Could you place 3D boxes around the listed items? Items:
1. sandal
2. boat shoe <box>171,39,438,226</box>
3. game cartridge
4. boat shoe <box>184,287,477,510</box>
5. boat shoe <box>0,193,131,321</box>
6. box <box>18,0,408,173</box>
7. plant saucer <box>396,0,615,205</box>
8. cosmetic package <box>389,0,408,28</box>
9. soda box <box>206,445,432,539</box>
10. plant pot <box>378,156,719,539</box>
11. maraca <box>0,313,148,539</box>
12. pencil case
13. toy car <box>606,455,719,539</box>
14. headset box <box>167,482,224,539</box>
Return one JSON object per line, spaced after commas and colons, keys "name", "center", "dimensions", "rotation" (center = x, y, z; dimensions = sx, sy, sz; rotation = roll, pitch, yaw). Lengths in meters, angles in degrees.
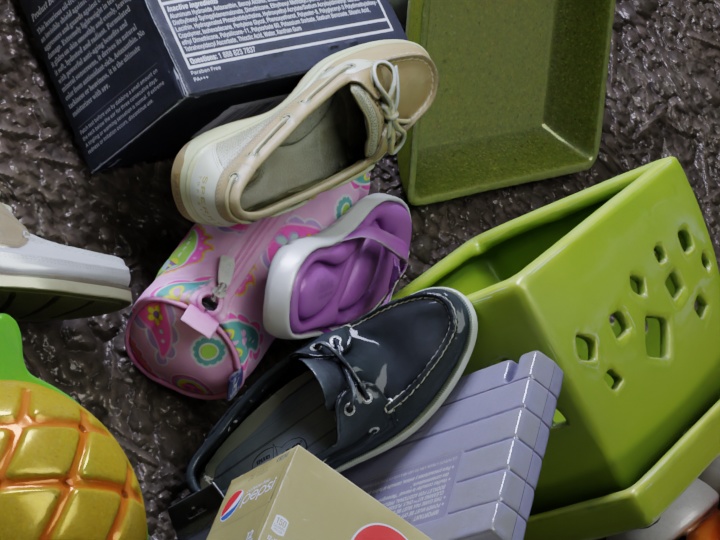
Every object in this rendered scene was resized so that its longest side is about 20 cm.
{"name": "sandal", "center": [-0.001, 0.007, 1.266], "dimensions": [0.203, 0.050, 0.083], "rotation": [-31, 132, -62]}
{"name": "boat shoe", "center": [-0.019, -0.080, 1.225], "dimensions": [0.200, 0.063, 0.073], "rotation": [-27, 117, -34]}
{"name": "game cartridge", "center": [0.026, 0.129, 1.193], "dimensions": [0.038, 0.200, 0.130], "rotation": [36, 51, -30]}
{"name": "boat shoe", "center": [-0.022, 0.074, 1.187], "dimensions": [0.075, 0.199, 0.066], "rotation": [62, 12, 24]}
{"name": "boat shoe", "center": [-0.219, -0.014, 1.157], "dimensions": [0.200, 0.075, 0.069], "rotation": [8, 69, -34]}
{"name": "box", "center": [-0.105, -0.188, 1.303], "dimensions": [0.200, 0.123, 0.199], "rotation": [-16, 80, -43]}
{"name": "plant saucer", "center": [0.096, -0.160, 1.446], "dimensions": [0.200, 0.048, 0.200], "rotation": [-13, 116, -41]}
{"name": "cosmetic package", "center": [0.046, -0.234, 1.482], "dimensions": [0.200, 0.074, 0.102], "rotation": [-14, 78, -39]}
{"name": "soda box", "center": [0.017, 0.176, 1.047], "dimensions": [0.200, 0.068, 0.064], "rotation": [36, 51, -18]}
{"name": "plant pot", "center": [0.128, 0.067, 1.314], "dimensions": [0.200, 0.199, 0.182], "rotation": [-37, 99, -43]}
{"name": "maraca", "center": [-0.190, 0.109, 1.095], "dimensions": [0.137, 0.107, 0.200], "rotation": [-33, 90, -45]}
{"name": "pencil case", "center": [-0.067, -0.009, 1.268], "dimensions": [0.087, 0.087, 0.200], "rotation": [45, 47, -11]}
{"name": "toy car", "center": [0.274, 0.178, 1.328], "dimensions": [0.200, 0.150, 0.175], "rotation": [-34, 82, -34]}
{"name": "headset box", "center": [-0.040, 0.208, 1.135], "dimensions": [0.200, 0.149, 0.075], "rotation": [54, 47, -2]}
